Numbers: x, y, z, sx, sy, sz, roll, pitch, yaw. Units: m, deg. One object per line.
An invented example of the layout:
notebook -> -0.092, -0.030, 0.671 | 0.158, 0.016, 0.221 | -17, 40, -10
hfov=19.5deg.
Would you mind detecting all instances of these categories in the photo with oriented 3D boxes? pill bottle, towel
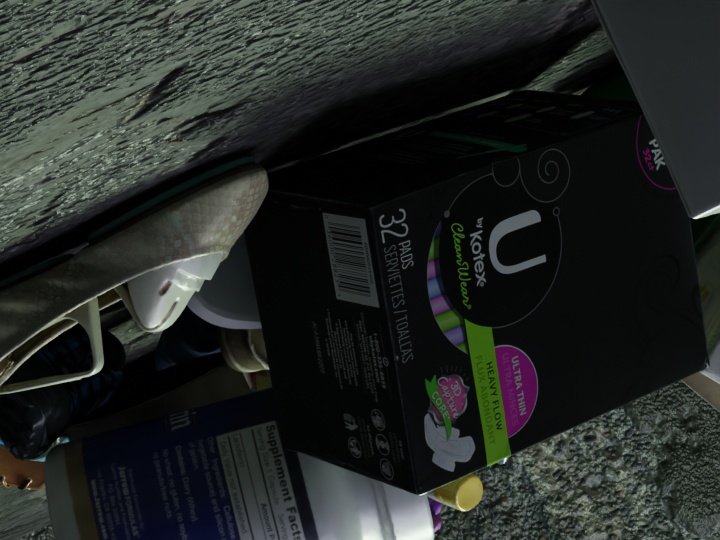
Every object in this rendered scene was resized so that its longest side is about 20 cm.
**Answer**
pill bottle -> -0.066, 0.129, 1.152 | 0.198, 0.117, 0.116 | -14, 173, -5
towel -> -0.079, 0.029, 1.385 | 0.111, 0.049, 0.200 | -22, 174, -15

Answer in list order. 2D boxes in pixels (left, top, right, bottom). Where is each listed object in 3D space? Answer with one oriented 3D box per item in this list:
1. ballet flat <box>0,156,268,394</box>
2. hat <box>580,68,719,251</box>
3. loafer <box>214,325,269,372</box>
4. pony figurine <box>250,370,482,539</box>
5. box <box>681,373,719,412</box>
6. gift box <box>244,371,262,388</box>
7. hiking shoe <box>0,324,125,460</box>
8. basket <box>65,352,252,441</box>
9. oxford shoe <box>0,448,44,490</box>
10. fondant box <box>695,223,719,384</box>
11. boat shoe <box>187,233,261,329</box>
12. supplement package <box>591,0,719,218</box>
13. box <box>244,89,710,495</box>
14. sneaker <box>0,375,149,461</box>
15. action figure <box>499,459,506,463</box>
ballet flat -> -0.122, 0.013, 1.008 | 0.199, 0.063, 0.067 | -26, 174, 13
hat -> 0.131, -0.100, 1.220 | 0.201, 0.175, 0.166 | -64, -169, -21
loafer -> 0.000, 0.000, 1.264 | 0.199, 0.077, 0.067 | -32, -158, -27
pony figurine -> 0.006, 0.154, 1.393 | 0.166, 0.200, 0.194 | -36, 136, -21
box -> 0.285, -0.028, 1.458 | 0.200, 0.164, 0.167 | -32, -156, 57
gift box -> -0.122, 0.149, 1.676 | 0.185, 0.186, 0.200 | -16, 180, 20
hiking shoe -> -0.176, 0.055, 1.187 | 0.086, 0.075, 0.200 | -30, -175, -11
basket -> -0.093, 0.164, 1.276 | 0.135, 0.202, 0.180 | -20, -172, 17
oxford shoe -> -0.253, 0.130, 1.491 | 0.198, 0.072, 0.071 | -23, 176, 10
fondant box -> 0.225, -0.013, 1.190 | 0.145, 0.058, 0.200 | -61, -171, 6
boat shoe -> -0.016, -0.017, 1.151 | 0.199, 0.071, 0.070 | -28, 174, -27
supplement package -> 0.218, -0.119, 0.894 | 0.199, 0.121, 0.121 | -26, 175, 24
box -> 0.060, 0.004, 1.070 | 0.199, 0.150, 0.124 | -19, -162, -33
sneaker -> -0.167, 0.104, 1.375 | 0.198, 0.074, 0.082 | -3, 172, 27
action figure -> 0.095, 0.022, 1.381 | 0.193, 0.104, 0.201 | -46, 159, -49
